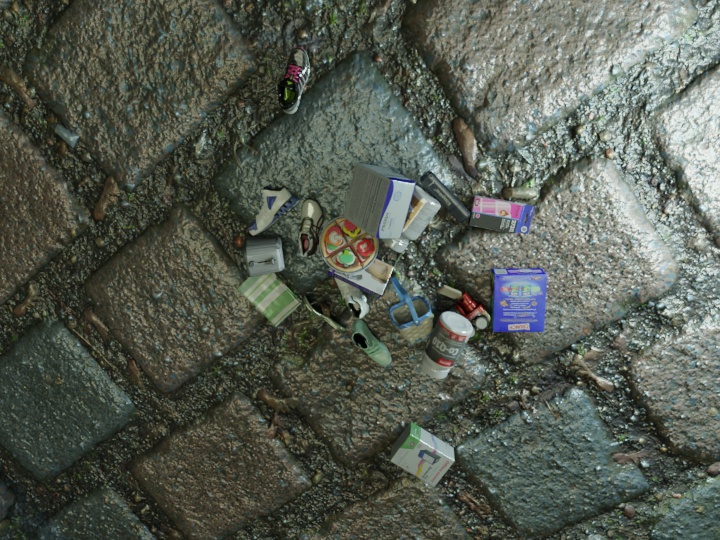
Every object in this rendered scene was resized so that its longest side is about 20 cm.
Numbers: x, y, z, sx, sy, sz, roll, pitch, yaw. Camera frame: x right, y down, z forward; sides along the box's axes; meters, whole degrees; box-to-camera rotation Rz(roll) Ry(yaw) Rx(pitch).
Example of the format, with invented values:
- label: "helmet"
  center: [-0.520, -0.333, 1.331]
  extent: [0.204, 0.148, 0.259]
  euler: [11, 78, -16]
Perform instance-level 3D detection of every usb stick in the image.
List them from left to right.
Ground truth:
- label: "usb stick"
  center: [0.274, -0.236, 1.659]
  extent: [0.200, 0.033, 0.055]
  euler: [46, 138, -7]

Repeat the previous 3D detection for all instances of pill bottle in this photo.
- label: "pill bottle"
  center: [0.157, -0.162, 1.661]
  extent: [0.114, 0.114, 0.201]
  euler: [35, 109, -4]
- label: "pill bottle"
  center: [0.275, 0.245, 1.673]
  extent: [0.113, 0.114, 0.201]
  euler: [21, 116, 1]

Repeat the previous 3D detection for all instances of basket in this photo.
- label: "basket"
  center: [0.162, 0.131, 1.729]
  extent: [0.138, 0.177, 0.201]
  euler: [-28, 116, 1]

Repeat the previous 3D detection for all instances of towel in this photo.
- label: "towel"
  center: [-0.327, 0.090, 1.859]
  extent: [0.152, 0.023, 0.200]
  euler: [-42, 98, 18]

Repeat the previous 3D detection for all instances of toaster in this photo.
- label: "toaster"
  center: [-0.326, -0.054, 1.739]
  extent: [0.128, 0.200, 0.115]
  euler: [-7, 108, -8]

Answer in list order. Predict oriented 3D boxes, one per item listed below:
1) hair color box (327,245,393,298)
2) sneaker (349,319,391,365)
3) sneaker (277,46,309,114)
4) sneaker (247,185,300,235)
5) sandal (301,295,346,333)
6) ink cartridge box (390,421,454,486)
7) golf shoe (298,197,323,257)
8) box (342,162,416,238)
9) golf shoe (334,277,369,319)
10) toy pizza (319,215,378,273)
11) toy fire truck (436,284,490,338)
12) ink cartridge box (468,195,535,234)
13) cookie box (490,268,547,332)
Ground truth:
- label: "hair color box"
  center: [0.000, 0.000, 1.738]
  extent: [0.199, 0.065, 0.110]
  euler: [25, 74, -2]
- label: "sneaker"
  center: [0.033, 0.278, 1.816]
  extent: [0.074, 0.118, 0.201]
  euler: [-37, 100, 15]
- label: "sneaker"
  center: [-0.210, -0.586, 1.594]
  extent: [0.073, 0.088, 0.202]
  euler: [19, 109, 2]
- label: "sneaker"
  center: [-0.310, -0.217, 1.737]
  extent: [0.199, 0.081, 0.116]
  euler: [-37, 96, 10]
- label: "sandal"
  center: [-0.125, 0.147, 1.828]
  extent: [0.200, 0.080, 0.058]
  euler: [37, 92, -11]
- label: "ink cartridge box"
  center: [0.232, 0.690, 1.935]
  extent: [0.199, 0.088, 0.146]
  euler: [32, 108, -4]
- label: "golf shoe"
  center: [-0.170, -0.142, 1.731]
  extent: [0.076, 0.088, 0.202]
  euler: [6, 107, 8]
- label: "box"
  center: [0.055, -0.218, 1.608]
  extent: [0.104, 0.200, 0.186]
  euler: [0, 114, -35]
- label: "golf shoe"
  center: [-0.034, 0.075, 1.774]
  extent: [0.078, 0.097, 0.201]
  euler: [-28, 100, 17]
- label: "toy pizza"
  center: [-0.037, -0.090, 1.704]
  extent: [0.198, 0.032, 0.202]
  euler: [1, 78, -5]
- label: "toy fire truck"
  center: [0.317, 0.143, 1.741]
  extent: [0.176, 0.129, 0.201]
  euler: [-39, 87, 18]
- label: "ink cartridge box"
  center: [0.454, -0.176, 1.658]
  extent: [0.198, 0.037, 0.096]
  euler: [10, 109, 3]
- label: "cookie box"
  center: [0.520, 0.099, 1.712]
  extent: [0.169, 0.075, 0.202]
  euler: [0, 107, 8]
